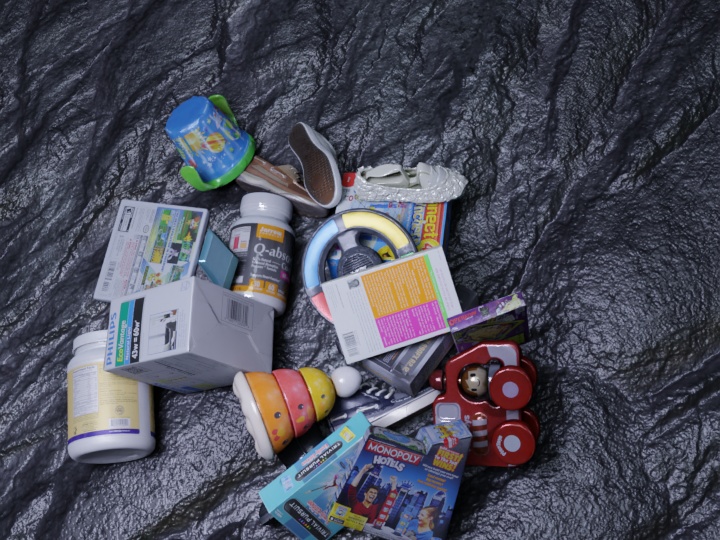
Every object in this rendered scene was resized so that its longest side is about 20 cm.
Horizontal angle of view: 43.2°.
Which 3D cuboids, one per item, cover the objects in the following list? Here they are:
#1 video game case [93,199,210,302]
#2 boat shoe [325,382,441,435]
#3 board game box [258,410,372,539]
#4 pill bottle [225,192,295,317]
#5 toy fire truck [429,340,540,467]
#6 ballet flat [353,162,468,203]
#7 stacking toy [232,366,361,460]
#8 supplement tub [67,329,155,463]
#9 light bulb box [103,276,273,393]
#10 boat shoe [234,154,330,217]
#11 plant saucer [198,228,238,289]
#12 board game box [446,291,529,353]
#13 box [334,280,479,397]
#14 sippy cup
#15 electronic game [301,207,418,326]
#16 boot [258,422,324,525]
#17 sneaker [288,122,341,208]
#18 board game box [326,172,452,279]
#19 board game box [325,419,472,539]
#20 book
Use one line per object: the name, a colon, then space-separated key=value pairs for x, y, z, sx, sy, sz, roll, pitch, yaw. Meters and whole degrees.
video game case: x=-0.387 y=-0.029 z=1.690 sx=0.180 sy=0.022 sz=0.202 roll=7 pitch=72 yaw=14
boat shoe: x=0.030 y=0.213 z=1.487 sx=0.198 sy=0.075 sz=0.093 roll=-26 pitch=74 yaw=3
board game box: x=-0.037 y=0.331 z=1.418 sx=0.199 sy=0.151 sz=0.047 roll=-39 pitch=44 yaw=-3
pill bottle: x=-0.176 y=-0.026 z=1.594 sx=0.115 sy=0.116 sz=0.202 roll=2 pitch=72 yaw=13
toy fire truck: x=0.190 y=0.211 z=1.411 sx=0.166 sy=0.112 sz=0.203 roll=-2 pitch=96 yaw=15
ballet flat: x=0.082 y=-0.151 z=1.535 sx=0.198 sy=0.072 sz=0.073 roll=-2 pitch=71 yaw=9
stacking toy: x=-0.091 y=0.198 z=1.443 sx=0.198 sy=0.146 sz=0.147 roll=-22 pitch=67 yaw=-12
supplement tub: x=-0.424 y=0.215 z=1.546 sx=0.144 sy=0.146 sz=0.202 roll=-11 pitch=69 yaw=8
light bulb box: x=-0.279 y=0.112 z=1.492 sx=0.198 sy=0.198 sz=0.126 roll=-13 pitch=65 yaw=33
boat shoe: x=-0.137 y=-0.159 z=1.655 sx=0.198 sy=0.076 sz=0.072 roll=25 pitch=75 yaw=17
plant saucer: x=-0.248 y=-0.018 z=1.583 sx=0.019 sy=0.200 sz=0.071 roll=15 pitch=99 yaw=-23
board game box: x=0.203 y=0.094 z=1.425 sx=0.119 sy=0.200 sz=0.033 roll=-24 pitch=67 yaw=2
box: x=0.078 y=0.088 z=1.501 sx=0.157 sy=0.049 sz=0.200 roll=27 pitch=66 yaw=28
sippy cup: x=-0.282 y=-0.241 z=1.658 sx=0.139 sy=0.131 sz=0.178 roll=-37 pitch=41 yaw=2
electronic game: x=0.000 y=0.000 z=1.471 sx=0.198 sy=0.042 sz=0.203 roll=0 pitch=92 yaw=12
boot: x=-0.141 y=0.293 z=1.501 sx=0.164 sy=0.066 sz=0.201 roll=-33 pitch=70 yaw=-9
sneaker: x=-0.060 y=-0.184 z=1.628 sx=0.073 sy=0.084 sz=0.201 roll=-43 pitch=49 yaw=25
board game box: x=0.054 y=-0.078 z=1.563 sx=0.193 sy=0.056 sz=0.202 roll=0 pitch=52 yaw=12
board game box: x=0.073 y=0.304 z=1.365 sx=0.198 sy=0.062 sz=0.201 roll=23 pitch=100 yaw=-18
book: x=0.053 y=0.054 z=1.427 sx=0.198 sy=0.048 sz=0.135 roll=-17 pitch=95 yaw=6
